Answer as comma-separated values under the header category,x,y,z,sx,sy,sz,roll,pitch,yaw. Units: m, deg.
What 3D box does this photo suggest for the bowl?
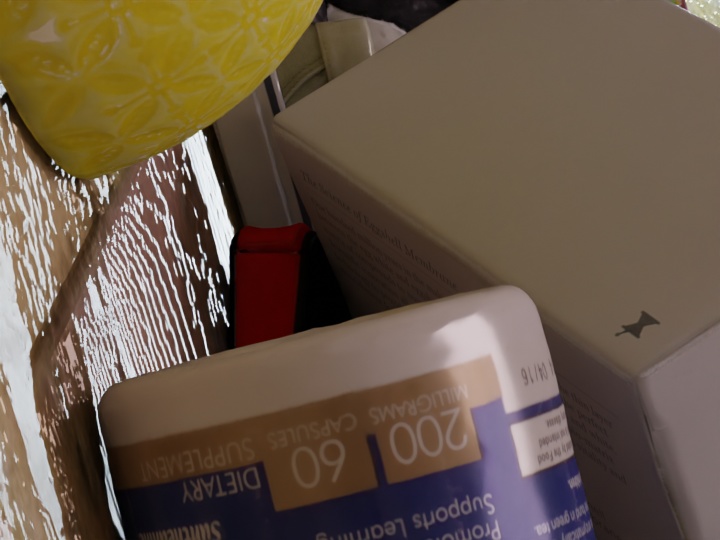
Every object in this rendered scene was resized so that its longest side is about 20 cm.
category,x,y,z,sx,sy,sz,roll,pitch,yaw
bowl,-0.046,-0.133,0.718,0.200,0.107,0.201,-15,90,-83

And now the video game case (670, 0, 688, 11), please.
category,x,y,z,sx,sy,sz,roll,pitch,yaw
video game case,0.045,-0.116,1.145,0.036,0.181,0.200,131,-49,-61

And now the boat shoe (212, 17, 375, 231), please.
category,x,y,z,sx,sy,sz,roll,pitch,yaw
boat shoe,0.000,0.000,0.993,0.072,0.062,0.200,-95,168,-52

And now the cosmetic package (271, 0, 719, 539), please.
category,x,y,z,sx,sy,sz,roll,pitch,yaw
cosmetic package,0.096,0.034,0.869,0.199,0.123,0.200,38,-23,50

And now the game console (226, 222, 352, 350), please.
category,x,y,z,sx,sy,sz,roll,pitch,yaw
game console,-0.007,0.101,0.911,0.177,0.031,0.200,-87,161,-49

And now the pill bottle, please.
category,x,y,z,sx,sy,sz,roll,pitch,yaw
pill bottle,0.012,0.111,0.673,0.111,0.111,0.200,-10,85,-83

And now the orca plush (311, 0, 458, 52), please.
category,x,y,z,sx,sy,sz,roll,pitch,yaw
orca plush,0.025,-0.088,1.029,0.105,0.071,0.200,25,28,-57
